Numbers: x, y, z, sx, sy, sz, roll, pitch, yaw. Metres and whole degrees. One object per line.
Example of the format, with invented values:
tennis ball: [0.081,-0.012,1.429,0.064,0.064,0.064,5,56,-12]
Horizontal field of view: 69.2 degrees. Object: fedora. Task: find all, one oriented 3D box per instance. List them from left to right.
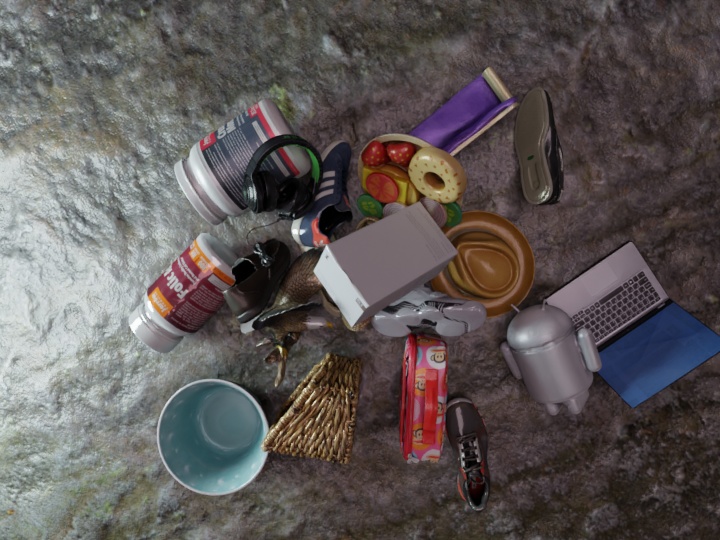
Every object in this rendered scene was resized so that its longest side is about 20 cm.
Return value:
fedora: [0.213,-0.009,0.910,0.197,0.082,0.204,0,93,3]

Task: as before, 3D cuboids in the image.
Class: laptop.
laptop: [0.460,0.085,0.888,0.186,0.116,0.201,-34,91,4]

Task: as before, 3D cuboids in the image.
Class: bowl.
bowl: [-0.248,0.282,0.939,0.197,0.105,0.204,0,94,4]

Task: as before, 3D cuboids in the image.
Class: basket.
basket: [-0.075,0.212,0.879,0.147,0.200,0.145,7,95,3]

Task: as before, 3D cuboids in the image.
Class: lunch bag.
lunch bag: [0.108,0.215,0.883,0.081,0.176,0.203,3,93,2]

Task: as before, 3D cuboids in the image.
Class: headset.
headset: [-0.127,-0.110,0.825,0.122,0.094,0.202,8,119,-39]

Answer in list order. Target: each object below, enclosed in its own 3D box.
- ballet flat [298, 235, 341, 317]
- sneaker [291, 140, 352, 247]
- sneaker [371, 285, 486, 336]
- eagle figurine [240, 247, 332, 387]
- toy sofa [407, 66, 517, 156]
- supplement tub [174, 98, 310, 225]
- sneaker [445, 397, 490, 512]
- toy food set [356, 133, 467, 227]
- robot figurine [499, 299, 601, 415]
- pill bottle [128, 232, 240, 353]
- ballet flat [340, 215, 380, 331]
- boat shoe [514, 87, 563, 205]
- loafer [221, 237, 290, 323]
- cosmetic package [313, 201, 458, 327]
ballet flat: [-0.064,-0.012,0.933,0.069,0.069,0.202,-23,92,4]
sneaker: [-0.041,-0.128,0.895,0.084,0.075,0.203,13,77,32]
sneaker: [0.117,0.047,0.887,0.197,0.116,0.075,-7,136,28]
eagle figurine: [-0.114,0.067,0.880,0.149,0.202,0.152,-13,48,-28]
toy sofa: [0.163,-0.250,0.892,0.199,0.098,0.083,-38,91,5]
supplement tub: [-0.198,-0.182,0.892,0.198,0.140,0.141,-31,92,4]
sneaker: [0.201,0.330,0.932,0.076,0.082,0.203,-14,93,3]
toy food set: [0.080,-0.136,0.871,0.198,0.199,0.049,22,54,16]
robot figurine: [0.323,0.145,0.897,0.168,0.113,0.202,-18,98,40]
pill bottle: [-0.305,0.042,0.923,0.114,0.114,0.200,45,94,-1]
ballet flat: [0.000,0.000,0.887,0.069,0.065,0.203,6,79,9]
boat shoe: [0.317,-0.214,0.912,0.067,0.071,0.203,-2,86,-33]
loafer: [-0.173,-0.002,0.876,0.072,0.201,0.072,-28,117,23]
cosmetic package: [0.041,-0.013,0.809,0.198,0.081,0.114,-26,74,-30]
